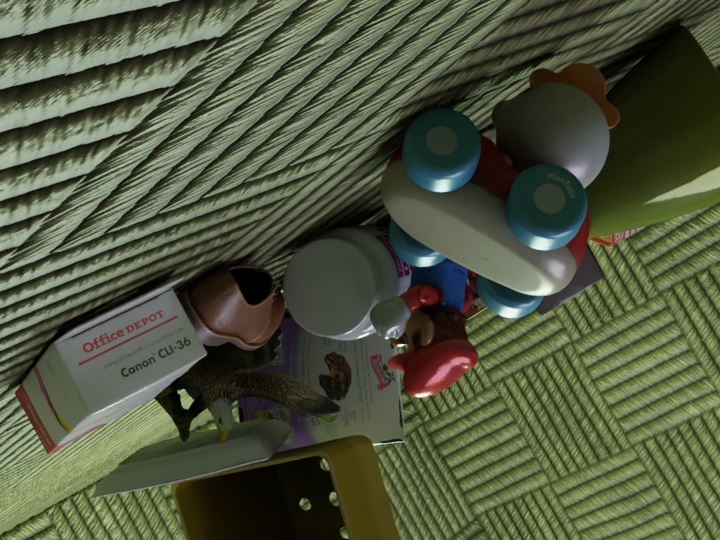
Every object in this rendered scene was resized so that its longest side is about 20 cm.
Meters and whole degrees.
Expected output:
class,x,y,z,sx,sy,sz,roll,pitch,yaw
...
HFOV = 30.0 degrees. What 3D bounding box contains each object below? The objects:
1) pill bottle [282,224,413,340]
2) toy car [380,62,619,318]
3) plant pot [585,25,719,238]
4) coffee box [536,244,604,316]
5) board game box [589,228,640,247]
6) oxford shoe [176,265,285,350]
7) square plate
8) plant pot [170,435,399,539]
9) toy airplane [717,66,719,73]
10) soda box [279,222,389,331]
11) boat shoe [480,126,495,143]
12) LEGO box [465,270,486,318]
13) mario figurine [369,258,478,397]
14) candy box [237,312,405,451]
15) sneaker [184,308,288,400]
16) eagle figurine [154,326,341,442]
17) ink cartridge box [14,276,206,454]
class,x,y,z,sx,sy,sz,roll,pitch,yaw
pill bottle,-0.006,0.011,1.380,0.113,0.114,0.200,-31,176,14
toy car,0.131,-0.098,1.112,0.201,0.175,0.185,-58,171,-21
plant pot,0.305,-0.127,1.435,0.199,0.189,0.187,-31,175,12
coffee box,0.182,-0.053,1.444,0.079,0.115,0.200,-30,-158,7
board game box,0.268,-0.104,1.612,0.151,0.047,0.199,-27,-145,-34
oxford shoe,-0.100,0.028,1.246,0.071,0.072,0.200,-35,173,12
square plate,-0.182,0.202,1.486,0.195,0.029,0.200,-13,-179,5
plant pot,-0.061,0.282,1.489,0.198,0.203,0.176,-14,-174,24
toy airplane,0.690,-0.315,2.194,0.197,0.143,0.199,-11,-162,-38
soda box,0.000,0.000,1.576,0.199,0.068,0.064,-26,175,-46
boat shoe,0.170,-0.121,1.367,0.199,0.070,0.071,-29,174,-33
LEGO box,0.113,-0.028,1.504,0.077,0.150,0.200,-31,176,8
mario figurine,0.059,0.023,1.314,0.122,0.203,0.106,10,168,-19
candy box,-0.051,0.132,1.626,0.197,0.170,0.072,-6,177,0
sneaker,-0.147,0.097,1.787,0.199,0.071,0.094,-34,-167,13
eagle figurine,-0.132,0.115,1.439,0.198,0.153,0.151,-24,167,19
ink cartridge box,-0.206,0.081,1.119,0.116,0.068,0.200,-28,175,-30
